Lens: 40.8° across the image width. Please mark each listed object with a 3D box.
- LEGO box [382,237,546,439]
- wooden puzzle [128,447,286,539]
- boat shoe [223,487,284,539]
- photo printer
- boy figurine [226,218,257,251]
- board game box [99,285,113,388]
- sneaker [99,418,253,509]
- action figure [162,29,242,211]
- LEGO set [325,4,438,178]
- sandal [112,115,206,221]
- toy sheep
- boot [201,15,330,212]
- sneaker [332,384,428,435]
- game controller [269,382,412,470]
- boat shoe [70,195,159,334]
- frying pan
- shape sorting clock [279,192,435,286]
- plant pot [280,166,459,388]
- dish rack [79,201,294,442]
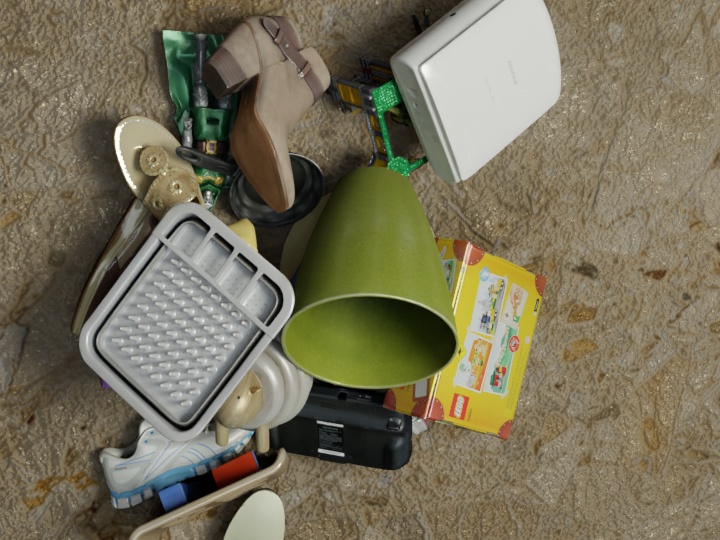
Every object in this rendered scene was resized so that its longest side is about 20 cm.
[{"bbox_3d":[0.124,0.081,1.128,0.148,0.077,0.203,21,81,-39],"label":"LEGO box"},{"bbox_3d":[-0.177,0.260,1.142,0.198,0.185,0.047,-28,80,-9],"label":"wooden puzzle"},{"bbox_3d":[-0.142,0.365,1.224,0.072,0.063,0.205,12,100,-5],"label":"boat shoe"},{"bbox_3d":[0.141,-0.221,1.083,0.199,0.069,0.168,-40,127,-18],"label":"photo printer"},{"bbox_3d":[-0.184,0.027,1.064,0.199,0.065,0.125,-40,125,2],"label":"boy figurine"},{"bbox_3d":[-0.199,0.079,1.136,0.197,0.032,0.122,3,109,-27],"label":"board game box"},{"bbox_3d":[-0.223,0.208,1.168,0.197,0.075,0.088,-25,101,-8],"label":"sneaker"},{"bbox_3d":[-0.172,-0.167,1.113,0.116,0.055,0.204,1,104,-15],"label":"action figure"},{"bbox_3d":[0.050,-0.200,1.147,0.199,0.115,0.155,-40,128,-17],"label":"LEGO set"},{"bbox_3d":[-0.195,-0.073,1.065,0.077,0.069,0.214,-35,117,-26],"label":"sandal"},{"bbox_3d":[-0.113,0.116,1.087,0.135,0.200,0.140,4,110,12],"label":"toy sheep"},{"bbox_3d":[-0.085,-0.184,1.069,0.146,0.070,0.202,-36,107,-42],"label":"boot"},{"bbox_3d":[-0.007,0.162,1.209,0.199,0.074,0.088,42,89,-19],"label":"sneaker"},{"bbox_3d":[-0.034,0.187,1.174,0.196,0.042,0.106,8,127,15],"label":"game controller"},{"bbox_3d":[-0.263,-0.007,1.114,0.071,0.072,0.202,30,87,-16],"label":"boat shoe"},{"bbox_3d":[-0.132,-0.098,1.119,0.187,0.031,0.116,3,135,-23],"label":"frying pan"},{"bbox_3d":[0.000,0.000,1.166,0.196,0.039,0.204,0,86,3],"label":"shape sorting clock"},{"bbox_3d":[0.012,-0.006,1.054,0.183,0.203,0.188,1,145,1],"label":"plant pot"},{"bbox_3d":[-0.174,0.053,0.990,0.171,0.044,0.201,38,91,12],"label":"dish rack"}]
